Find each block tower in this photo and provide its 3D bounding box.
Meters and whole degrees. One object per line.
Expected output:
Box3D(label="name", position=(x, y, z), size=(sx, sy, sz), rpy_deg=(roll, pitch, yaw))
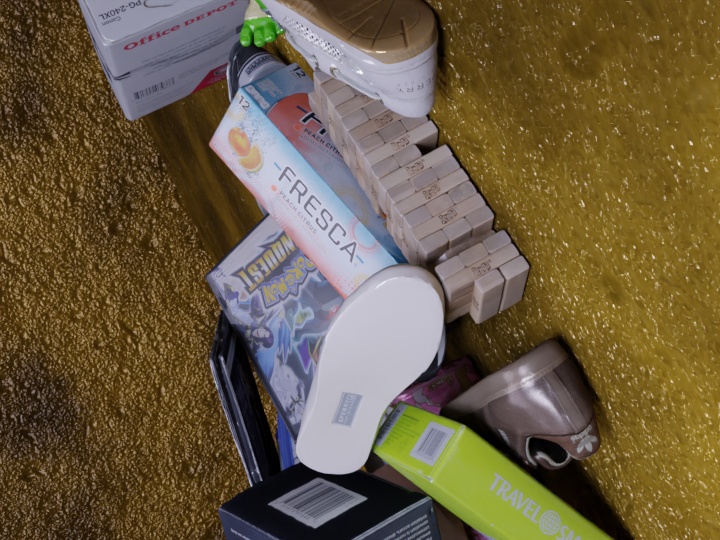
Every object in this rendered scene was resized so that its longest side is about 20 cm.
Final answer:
Box3D(label="block tower", position=(0.034, -0.060, 0.769), size=(0.201, 0.054, 0.058), rpy_deg=(58, 168, 22))

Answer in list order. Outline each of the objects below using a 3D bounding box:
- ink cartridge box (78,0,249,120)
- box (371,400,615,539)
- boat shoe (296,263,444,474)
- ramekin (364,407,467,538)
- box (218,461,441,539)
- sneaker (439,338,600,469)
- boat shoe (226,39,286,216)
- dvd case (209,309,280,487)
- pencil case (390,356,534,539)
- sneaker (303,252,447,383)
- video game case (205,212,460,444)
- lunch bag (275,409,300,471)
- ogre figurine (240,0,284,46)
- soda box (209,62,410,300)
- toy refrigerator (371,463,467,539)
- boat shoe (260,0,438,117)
Box3D(label="ink cartridge box", position=(-0.185, -0.238, 1.119), size=(0.084, 0.144, 0.200), rpy_deg=(63, 170, 9))
Box3D(label="box", position=(0.109, 0.171, 0.806), size=(0.200, 0.048, 0.122), rpy_deg=(38, 170, -16))
Box3D(label="boat shoe", position=(0.007, 0.057, 0.785), size=(0.069, 0.071, 0.201), rpy_deg=(-83, 6, -46))
Box3D(label="ramekin", position=(0.063, 0.175, 1.097), size=(0.203, 0.094, 0.203), rpy_deg=(59, 169, 20))
Box3D(label="box", position=(-0.008, 0.261, 0.873), size=(0.148, 0.104, 0.201), rpy_deg=(10, 118, 54))
Box3D(label="sneaker", position=(0.106, 0.105, 0.787), size=(0.076, 0.070, 0.200), rpy_deg=(59, 170, 10))
Box3D(label="boat shoe", position=(-0.092, -0.131, 1.130), size=(0.068, 0.073, 0.200), rpy_deg=(47, 162, 40))
Box3D(label="dvd case", position=(-0.099, 0.148, 1.068), size=(0.149, 0.016, 0.201), rpy_deg=(-101, -4, -75))
Box3D(label="pencil case", position=(0.098, 0.169, 0.958), size=(0.201, 0.086, 0.083), rpy_deg=(63, -160, 1))
Box3D(label="sneaker", position=(0.000, 0.000, 0.903), size=(0.201, 0.080, 0.074), rpy_deg=(64, 153, 17))
Box3D(label="video game case", position=(-0.032, 0.024, 1.004), size=(0.025, 0.200, 0.181), rpy_deg=(-9, -117, -54))
Box3D(label="lunch bag", position=(-0.035, 0.210, 1.124), size=(0.200, 0.075, 0.161), rpy_deg=(82, 177, -66))
Box3D(label="ogre figurine", position=(-0.105, -0.252, 0.871), size=(0.120, 0.098, 0.201), rpy_deg=(48, -160, -51))
Box3D(label="soda box", position=(-0.016, -0.051, 0.836), size=(0.200, 0.063, 0.068), rpy_deg=(48, 136, 8))
Box3D(label="toy refrigerator", position=(0.060, 0.256, 0.937), size=(0.200, 0.070, 0.076), rpy_deg=(44, 150, 37))
Box3D(label="boat shoe", position=(-0.017, -0.153, 0.731), size=(0.200, 0.070, 0.070), rpy_deg=(50, 162, 45))
